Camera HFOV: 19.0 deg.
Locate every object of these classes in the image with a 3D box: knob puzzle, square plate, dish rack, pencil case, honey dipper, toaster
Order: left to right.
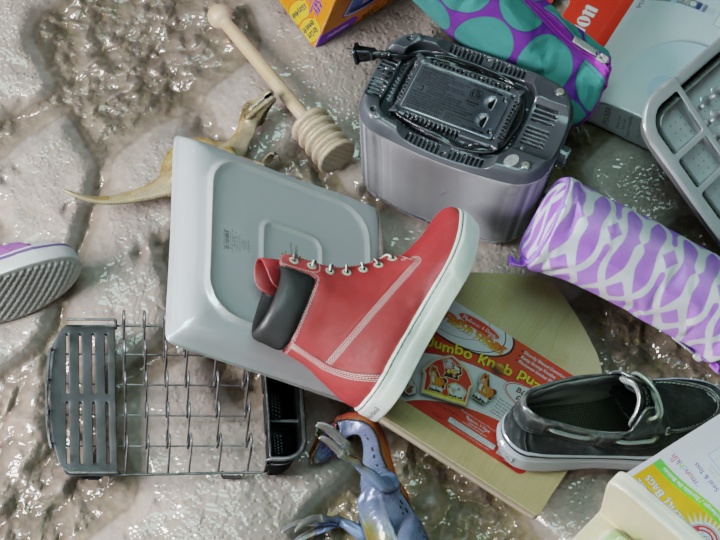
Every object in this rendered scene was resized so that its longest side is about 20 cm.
[{"bbox_3d":[-0.147,0.092,1.685,0.199,0.055,0.154,0,58,-9],"label":"dish rack"},{"bbox_3d":[-0.076,-0.163,1.859,0.038,0.038,0.200,-31,62,-18],"label":"honey dipper"},{"bbox_3d":[-0.061,-0.002,1.703,0.198,0.028,0.200,21,50,-28],"label":"square plate"},{"bbox_3d":[0.075,-0.106,1.771,0.200,0.129,0.114,20,60,10],"label":"toaster"},{"bbox_3d":[0.106,0.083,1.713,0.219,0.030,0.220,8,55,-11],"label":"knob puzzle"},{"bbox_3d":[0.122,-0.208,1.775,0.200,0.092,0.085,40,46,-25],"label":"pencil case"},{"bbox_3d":[0.224,0.003,1.710,0.200,0.086,0.084,29,18,-6],"label":"pencil case"},{"bbox_3d":[0.331,-0.115,1.799,0.200,0.044,0.172,-40,98,-22],"label":"dish rack"}]

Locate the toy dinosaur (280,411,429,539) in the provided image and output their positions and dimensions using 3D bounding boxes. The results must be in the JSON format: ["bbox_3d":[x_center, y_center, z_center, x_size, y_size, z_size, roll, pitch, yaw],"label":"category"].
[{"bbox_3d":[0.014,0.197,1.642,0.200,0.105,0.182,33,41,-24],"label":"toy dinosaur"}]

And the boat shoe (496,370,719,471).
[{"bbox_3d":[0.205,0.114,1.659,0.199,0.071,0.072,-9,60,-22],"label":"boat shoe"}]

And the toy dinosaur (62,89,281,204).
[{"bbox_3d":[-0.140,-0.075,1.805,0.200,0.058,0.101,-31,49,-18],"label":"toy dinosaur"}]

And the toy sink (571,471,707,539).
[{"bbox_3d":[0.184,0.257,1.513,0.130,0.200,0.112,40,66,20],"label":"toy sink"}]

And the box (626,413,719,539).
[{"bbox_3d":[0.290,0.170,1.617,0.200,0.113,0.101,-30,65,-17],"label":"box"}]

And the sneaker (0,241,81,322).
[{"bbox_3d":[-0.334,-0.010,1.743,0.200,0.073,0.114,-16,57,-10],"label":"sneaker"}]

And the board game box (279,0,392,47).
[{"bbox_3d":[-0.003,-0.356,1.853,0.200,0.200,0.200,-33,82,-19],"label":"board game box"}]

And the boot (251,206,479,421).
[{"bbox_3d":[0.000,0.000,1.662,0.144,0.072,0.200,35,56,-5],"label":"boot"}]

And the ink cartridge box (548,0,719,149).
[{"bbox_3d":[0.235,-0.199,1.876,0.200,0.047,0.160,28,63,12],"label":"ink cartridge box"}]
